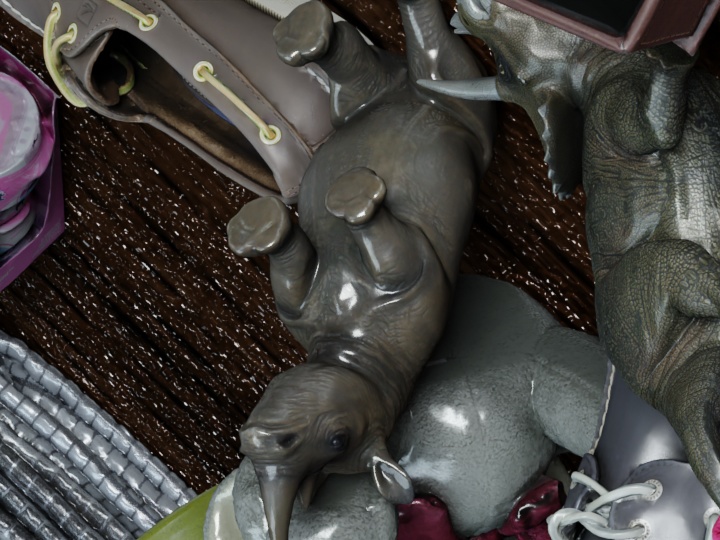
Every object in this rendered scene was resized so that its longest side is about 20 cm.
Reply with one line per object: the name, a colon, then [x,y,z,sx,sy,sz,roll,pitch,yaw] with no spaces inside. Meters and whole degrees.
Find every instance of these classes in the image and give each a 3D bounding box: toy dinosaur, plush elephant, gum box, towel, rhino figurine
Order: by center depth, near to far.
toy dinosaur: [0.095,-0.011,0.761,0.102,0.077,0.200,-53,52,57]
rhino figurine: [0.000,0.000,0.835,0.060,0.200,0.087,-2,150,27]
plush elephant: [0.030,0.090,0.948,0.200,0.165,0.155,-123,22,-54]
gum box: [-0.217,-0.077,1.154,0.200,0.066,0.114,37,154,15]
towel: [-0.165,0.133,1.359,0.200,0.086,0.166,41,154,8]

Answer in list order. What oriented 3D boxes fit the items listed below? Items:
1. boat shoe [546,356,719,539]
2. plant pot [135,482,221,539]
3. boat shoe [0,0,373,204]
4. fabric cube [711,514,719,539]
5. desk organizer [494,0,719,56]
boat shoe: [0.091,0.086,0.798,0.073,0.063,0.200,-3,87,58]
plant pot: [-0.030,0.200,1.173,0.193,0.200,0.200,50,155,16]
boat shoe: [-0.078,-0.084,0.956,0.200,0.060,0.072,29,150,28]
fabric cube: [0.239,0.074,0.583,0.200,0.196,0.199,3,134,52]
desk organizer: [0.071,-0.141,0.537,0.072,0.077,0.200,38,120,20]
